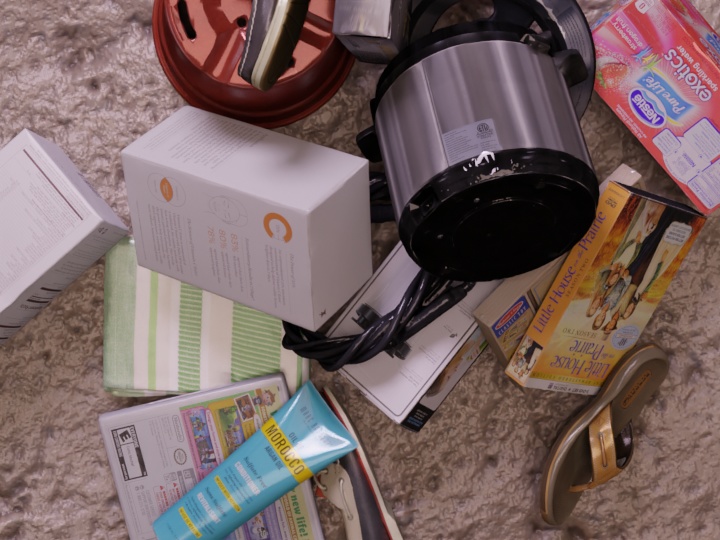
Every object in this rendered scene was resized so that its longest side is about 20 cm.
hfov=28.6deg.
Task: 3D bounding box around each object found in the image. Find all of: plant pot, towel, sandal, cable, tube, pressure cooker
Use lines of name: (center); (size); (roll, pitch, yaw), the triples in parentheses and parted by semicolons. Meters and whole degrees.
plant pot: (-0.093, -0.229, 1.245); (0.199, 0.195, 0.202); (0, 94, -3)
towel: (-0.145, 0.047, 1.349); (0.198, 0.023, 0.154); (2, 93, -2)
sandal: (0.238, 0.160, 1.346); (0.054, 0.080, 0.200); (36, 87, 39)
cable: (0.000, 0.000, 1.291); (0.199, 0.051, 0.164); (-36, 65, 9)
tube: (-0.101, 0.193, 1.312); (0.200, 0.050, 0.078); (-39, 81, 3)
pressure cooker: (0.103, -0.114, 1.200); (0.175, 0.179, 0.201); (3, 56, -24)

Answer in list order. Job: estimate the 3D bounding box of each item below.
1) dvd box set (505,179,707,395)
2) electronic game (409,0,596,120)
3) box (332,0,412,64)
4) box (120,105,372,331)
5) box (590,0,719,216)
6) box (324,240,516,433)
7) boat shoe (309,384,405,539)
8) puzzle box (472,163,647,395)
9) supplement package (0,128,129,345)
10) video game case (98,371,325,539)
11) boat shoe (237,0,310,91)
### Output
dvd box set: (0.227, 0.021, 1.299); (0.029, 0.146, 0.201); (39, 107, 38)
electronic game: (0.118, -0.192, 1.298); (0.199, 0.042, 0.201); (10, 117, 20)
box: (0.018, -0.263, 1.190); (0.048, 0.200, 0.160); (5, 92, 6)
box: (-0.098, -0.049, 1.241); (0.199, 0.097, 0.125); (19, 131, 27)
box: (0.297, -0.165, 1.306); (0.200, 0.095, 0.103); (47, 119, -5)
box: (0.065, 0.036, 1.318); (0.116, 0.060, 0.200); (38, 90, 24)
boat shoe: (-0.011, 0.208, 1.346); (0.062, 0.071, 0.201); (-22, 99, 1)
puzzle box: (0.198, 0.010, 1.307); (0.200, 0.133, 0.025); (-44, 51, -8)
supplement package: (-0.329, -0.016, 1.283); (0.200, 0.110, 0.114); (-41, 85, 0)
video game case: (-0.137, 0.213, 1.348); (0.181, 0.022, 0.201); (-13, 99, 1)
boat shoe: (-0.068, -0.245, 1.117); (0.066, 0.072, 0.202); (17, 92, 5)
